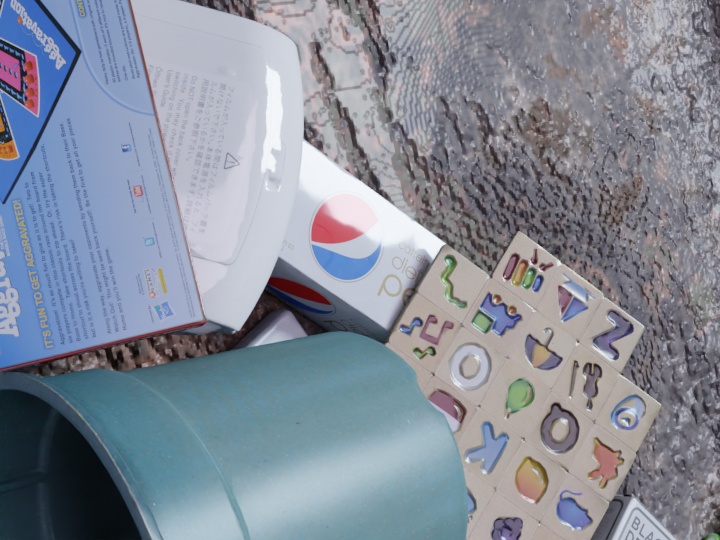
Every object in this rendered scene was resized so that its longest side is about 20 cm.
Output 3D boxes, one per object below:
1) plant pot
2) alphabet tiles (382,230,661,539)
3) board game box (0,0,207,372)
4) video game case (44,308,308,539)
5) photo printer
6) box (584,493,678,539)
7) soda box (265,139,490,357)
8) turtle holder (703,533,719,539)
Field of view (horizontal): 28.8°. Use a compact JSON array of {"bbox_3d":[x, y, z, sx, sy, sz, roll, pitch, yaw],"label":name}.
[{"bbox_3d":[-0.065,0.123,0.669,0.195,0.199,0.202,-15,95,-42],"label":"plant pot"},{"bbox_3d":[0.079,0.087,0.798,0.166,0.006,0.201,35,75,-12],"label":"alphabet tiles"},{"bbox_3d":[-0.143,-0.061,0.643,0.102,0.019,0.202,-12,85,-16],"label":"board game box"},{"bbox_3d":[-0.059,0.155,0.787,0.200,0.024,0.183,-44,110,-28],"label":"video game case"},{"bbox_3d":[-0.129,-0.060,0.693,0.198,0.069,0.168,12,79,-11],"label":"photo printer"},{"bbox_3d":[0.100,0.229,0.834,0.060,0.116,0.201,42,65,-24],"label":"box"},{"bbox_3d":[0.000,0.000,0.814,0.199,0.063,0.069,34,69,-27],"label":"soda box"},{"bbox_3d":[0.314,0.229,0.969,0.184,0.131,0.143,-6,90,-34],"label":"turtle holder"}]
